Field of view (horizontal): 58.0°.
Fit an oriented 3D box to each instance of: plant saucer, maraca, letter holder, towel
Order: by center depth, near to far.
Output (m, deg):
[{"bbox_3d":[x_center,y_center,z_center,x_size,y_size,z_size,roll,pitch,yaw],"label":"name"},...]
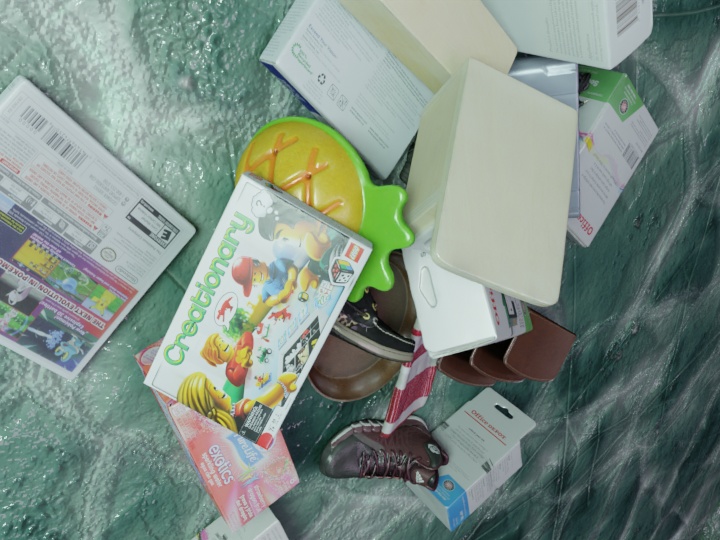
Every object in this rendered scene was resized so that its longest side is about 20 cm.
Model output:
[{"bbox_3d":[-0.039,-0.059,0.607,0.106,0.198,0.140,-20,140,-59],"label":"maraca"},{"bbox_3d":[0.004,0.066,0.814,0.196,0.034,0.206,-20,123,-33],"label":"plant saucer"},{"bbox_3d":[0.086,0.113,0.872,0.143,0.022,0.206,-16,125,-64],"label":"towel"},{"bbox_3d":[0.214,0.120,0.950,0.198,0.099,0.145,23,93,-51],"label":"letter holder"}]

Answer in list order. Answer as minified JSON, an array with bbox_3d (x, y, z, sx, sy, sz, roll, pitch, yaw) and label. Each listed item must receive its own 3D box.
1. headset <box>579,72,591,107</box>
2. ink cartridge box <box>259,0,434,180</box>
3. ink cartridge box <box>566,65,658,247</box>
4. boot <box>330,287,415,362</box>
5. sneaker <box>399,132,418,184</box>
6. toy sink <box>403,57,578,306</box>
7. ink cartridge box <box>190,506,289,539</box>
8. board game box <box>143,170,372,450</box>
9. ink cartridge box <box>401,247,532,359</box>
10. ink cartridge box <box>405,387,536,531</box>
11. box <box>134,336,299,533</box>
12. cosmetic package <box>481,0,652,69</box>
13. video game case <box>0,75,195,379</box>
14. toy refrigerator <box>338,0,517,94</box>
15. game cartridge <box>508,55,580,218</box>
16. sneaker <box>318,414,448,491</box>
[{"bbox_3d":[0.243,-0.279,0.775,0.095,0.123,0.200,-51,142,-1],"label":"headset"},{"bbox_3d":[0.019,-0.232,0.664,0.202,0.040,0.199,-56,136,-4],"label":"ink cartridge box"},{"bbox_3d":[0.315,-0.158,0.921,0.144,0.087,0.204,29,91,-43],"label":"ink cartridge box"},{"bbox_3d":[0.000,0.000,0.711,0.196,0.073,0.154,28,84,-15],"label":"boot"},{"bbox_3d":[0.152,-0.127,0.766,0.194,0.076,0.117,19,106,-10],"label":"sneaker"},{"bbox_3d":[0.115,-0.067,0.620,0.127,0.112,0.206,18,69,-16],"label":"toy sink"},{"bbox_3d":[-0.179,0.387,0.806,0.198,0.067,0.119,-35,130,-21],"label":"ink cartridge box"},{"bbox_3d":[-0.088,0.037,0.560,0.124,0.035,0.204,27,100,-4],"label":"board game box"},{"bbox_3d":[0.130,0.016,0.768,0.199,0.082,0.151,3,71,-65],"label":"ink cartridge box"},{"bbox_3d":[0.172,0.289,1.016,0.198,0.115,0.068,-33,130,-21],"label":"ink cartridge box"},{"bbox_3d":[-0.147,0.161,0.690,0.093,0.102,0.204,-30,128,-23],"label":"box"},{"bbox_3d":[0.193,-0.285,0.671,0.074,0.199,0.103,-38,133,-15],"label":"cosmetic package"},{"bbox_3d":[-0.264,-0.024,0.550,0.183,0.023,0.200,-51,135,-7],"label":"video game case"},{"bbox_3d":[0.069,-0.238,0.630,0.198,0.069,0.078,26,90,-47],"label":"toy refrigerator"},{"bbox_3d":[0.203,-0.156,0.802,0.041,0.129,0.205,-58,142,-56],"label":"game cartridge"},{"bbox_3d":[0.046,0.263,0.896,0.196,0.115,0.078,-6,117,-38],"label":"sneaker"}]
